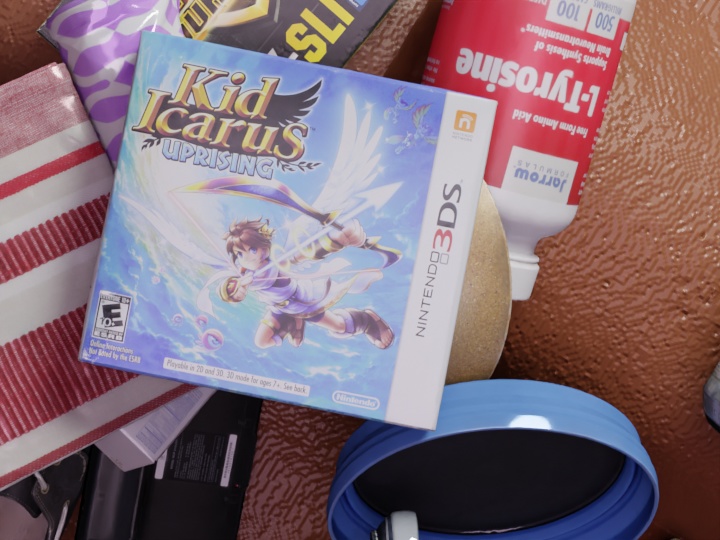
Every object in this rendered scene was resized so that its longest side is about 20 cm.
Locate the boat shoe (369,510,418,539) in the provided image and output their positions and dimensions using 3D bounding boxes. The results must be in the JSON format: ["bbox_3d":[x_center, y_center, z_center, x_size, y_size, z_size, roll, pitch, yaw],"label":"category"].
[{"bbox_3d":[-0.013,0.237,1.072,0.090,0.071,0.202,5,101,-1],"label":"boat shoe"}]

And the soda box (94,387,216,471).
[{"bbox_3d":[-0.180,0.026,1.059,0.200,0.068,0.064,45,66,-9],"label":"soda box"}]

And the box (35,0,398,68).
[{"bbox_3d":[-0.073,-0.171,1.107,0.159,0.049,0.200,40,96,-7],"label":"box"}]

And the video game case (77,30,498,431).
[{"bbox_3d":[-0.039,-0.021,0.989,0.198,0.045,0.183,11,88,-1],"label":"video game case"}]

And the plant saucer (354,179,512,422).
[{"bbox_3d":[0.000,0.000,1.075,0.199,0.035,0.202,12,107,40],"label":"plant saucer"}]

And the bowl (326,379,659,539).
[{"bbox_3d":[0.078,0.131,1.095,0.198,0.201,0.040,-2,53,-1],"label":"bowl"}]

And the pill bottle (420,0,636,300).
[{"bbox_3d":[0.087,-0.091,1.086,0.111,0.112,0.202,15,98,-2],"label":"pill bottle"}]

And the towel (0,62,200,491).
[{"bbox_3d":[-0.187,0.003,1.009,0.143,0.023,0.201,-26,96,-19],"label":"towel"}]

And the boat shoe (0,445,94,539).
[{"bbox_3d":[-0.203,0.126,1.139,0.071,0.068,0.202,20,95,-3],"label":"boat shoe"}]

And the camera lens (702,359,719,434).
[{"bbox_3d":[0.311,0.045,1.082,0.159,0.160,0.201,29,97,-4],"label":"camera lens"}]

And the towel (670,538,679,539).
[{"bbox_3d":[0.210,0.299,1.176,0.200,0.048,0.171,45,92,-6],"label":"towel"}]

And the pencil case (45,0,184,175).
[{"bbox_3d":[-0.109,-0.074,1.055,0.085,0.084,0.202,-24,99,-5],"label":"pencil case"}]

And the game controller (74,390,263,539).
[{"bbox_3d":[-0.118,0.113,1.149,0.103,0.042,0.202,8,99,-26],"label":"game controller"}]
